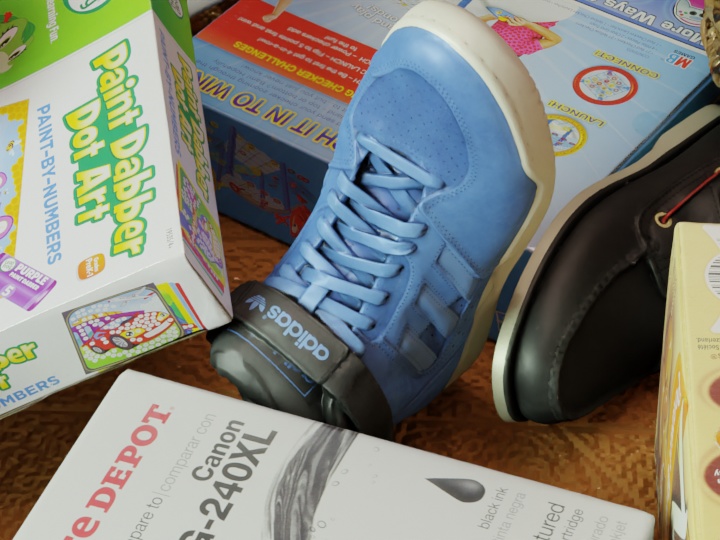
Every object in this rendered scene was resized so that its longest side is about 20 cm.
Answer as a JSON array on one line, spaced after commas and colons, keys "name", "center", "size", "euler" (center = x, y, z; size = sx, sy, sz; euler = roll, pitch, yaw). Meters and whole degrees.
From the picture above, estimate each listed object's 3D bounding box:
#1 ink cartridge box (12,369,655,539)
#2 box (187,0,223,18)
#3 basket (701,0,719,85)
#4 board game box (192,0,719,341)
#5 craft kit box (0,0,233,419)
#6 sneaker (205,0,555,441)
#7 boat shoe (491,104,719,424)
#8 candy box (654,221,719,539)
[{"name": "ink cartridge box", "center": [-0.020, 0.129, 0.864], "size": [0.199, 0.084, 0.146], "euler": [14, 43, 16]}, {"name": "box", "center": [-0.018, -0.206, 1.161], "size": [0.199, 0.098, 0.124], "euler": [-26, 18, 6]}, {"name": "basket", "center": [0.216, -0.109, 1.079], "size": [0.142, 0.150, 0.200], "euler": [2, 28, 23]}, {"name": "board game box", "center": [0.044, -0.075, 1.121], "size": [0.199, 0.056, 0.196], "euler": [25, 47, 26]}, {"name": "craft kit box", "center": [-0.152, -0.024, 0.992], "size": [0.197, 0.049, 0.201], "euler": [-22, 44, 10]}, {"name": "sneaker", "center": [0.001, 0.001, 0.929], "size": [0.077, 0.200, 0.111], "euler": [39, 58, 17]}, {"name": "boat shoe", "center": [0.121, -0.002, 1.022], "size": [0.063, 0.074, 0.201], "euler": [18, 39, 32]}, {"name": "candy box", "center": [0.131, 0.091, 0.883], "size": [0.055, 0.116, 0.201], "euler": [2, 41, 3]}]
